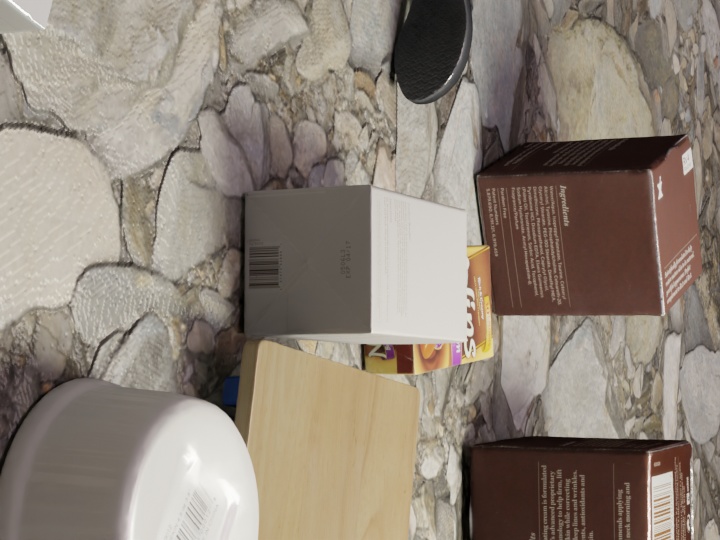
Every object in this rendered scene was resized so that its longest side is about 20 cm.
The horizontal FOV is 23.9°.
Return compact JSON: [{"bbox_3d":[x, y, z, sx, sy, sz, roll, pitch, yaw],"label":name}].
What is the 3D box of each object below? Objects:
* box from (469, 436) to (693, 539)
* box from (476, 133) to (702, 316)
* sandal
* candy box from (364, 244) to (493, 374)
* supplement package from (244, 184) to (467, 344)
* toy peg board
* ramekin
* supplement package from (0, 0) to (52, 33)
[{"bbox_3d":[0.238,0.264,1.814,0.164,0.199,0.167,2,87,-64],"label":"box"},{"bbox_3d":[0.253,-0.050,1.875,0.166,0.199,0.165,-33,119,-59],"label":"box"},{"bbox_3d":[0.082,-0.252,1.669,0.043,0.076,0.201,40,54,-55],"label":"sandal"},{"bbox_3d":[0.068,0.035,1.657,0.200,0.056,0.117,-6,94,-65],"label":"candy box"},{"bbox_3d":[0.000,0.000,1.444,0.200,0.119,0.122,10,79,-63],"label":"supplement package"},{"bbox_3d":[-0.058,0.177,1.381,0.199,0.098,0.201,20,70,-46],"label":"toy peg board"},{"bbox_3d":[-0.151,0.175,1.158,0.200,0.097,0.201,2,88,-64],"label":"ramekin"},{"bbox_3d":[-0.257,-0.243,0.941,0.200,0.110,0.156,41,53,-56],"label":"supplement package"}]
